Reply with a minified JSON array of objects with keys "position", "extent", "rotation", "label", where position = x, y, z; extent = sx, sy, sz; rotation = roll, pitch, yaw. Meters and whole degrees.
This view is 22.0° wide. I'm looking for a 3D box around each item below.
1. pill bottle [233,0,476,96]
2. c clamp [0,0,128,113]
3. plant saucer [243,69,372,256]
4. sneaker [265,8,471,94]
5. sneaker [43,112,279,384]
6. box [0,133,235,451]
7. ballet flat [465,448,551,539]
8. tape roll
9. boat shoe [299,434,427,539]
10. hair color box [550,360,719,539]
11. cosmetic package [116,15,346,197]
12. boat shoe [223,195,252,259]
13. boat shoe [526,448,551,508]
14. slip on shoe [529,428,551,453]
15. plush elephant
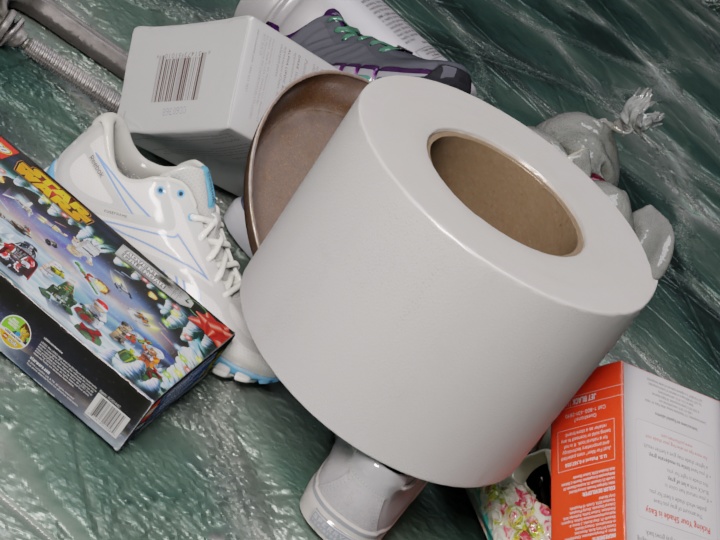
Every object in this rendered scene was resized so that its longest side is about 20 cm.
[{"position":[-0.007,-0.177,1.582],"extent":[0.200,0.114,0.113],"rotation":[44,21,12],"label":"pill bottle"},{"position":[-0.191,-0.142,1.318],"extent":[0.199,0.027,0.171],"rotation":[36,21,-10],"label":"c clamp"},{"position":[-0.008,-0.029,1.202],"extent":[0.199,0.032,0.202],"rotation":[19,64,-44],"label":"plant saucer"},{"position":[-0.005,-0.157,1.356],"extent":[0.198,0.088,0.074],"rotation":[0,-17,35],"label":"sneaker"},{"position":[-0.106,-0.016,1.118],"extent":[0.200,0.087,0.075],"rotation":[41,18,2],"label":"sneaker"},{"position":[-0.174,0.002,1.027],"extent":[0.200,0.040,0.137],"rotation":[40,19,2],"label":"box"},{"position":[0.095,0.128,1.187],"extent":[0.076,0.064,0.201],"rotation":[44,12,-44],"label":"ballet flat"},{"position":[0.048,0.005,1.064],"extent":[0.202,0.140,0.203],"rotation":[28,27,-16],"label":"tape roll"},{"position":[0.017,0.099,1.108],"extent":[0.072,0.069,0.200],"rotation":[41,21,6],"label":"boat shoe"},{"position":[0.164,0.166,1.091],"extent":[0.101,0.061,0.202],"rotation":[22,60,-38],"label":"hair color box"},{"position":[-0.059,-0.098,1.276],"extent":[0.112,0.082,0.199],"rotation":[2,-15,37],"label":"cosmetic package"},{"position":[0.000,0.000,1.289],"extent":[0.199,0.067,0.074],"rotation":[38,20,-4],"label":"boat shoe"},{"position":[0.176,0.189,1.194],"extent":[0.200,0.071,0.070],"rotation":[42,12,33],"label":"boat shoe"},{"position":[0.129,0.084,1.343],"extent":[0.061,0.075,0.200],"rotation":[22,19,-2],"label":"slip on shoe"},{"position":[0.184,-0.052,1.603],"extent":[0.164,0.199,0.156],"rotation":[37,37,-24],"label":"plush elephant"}]
